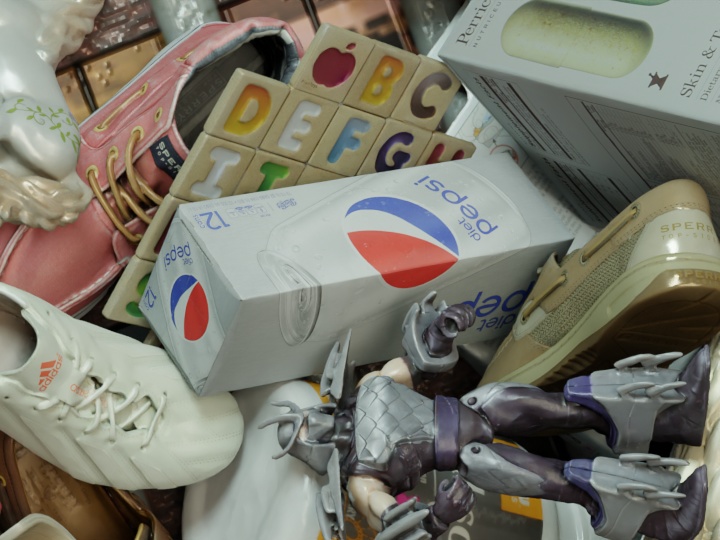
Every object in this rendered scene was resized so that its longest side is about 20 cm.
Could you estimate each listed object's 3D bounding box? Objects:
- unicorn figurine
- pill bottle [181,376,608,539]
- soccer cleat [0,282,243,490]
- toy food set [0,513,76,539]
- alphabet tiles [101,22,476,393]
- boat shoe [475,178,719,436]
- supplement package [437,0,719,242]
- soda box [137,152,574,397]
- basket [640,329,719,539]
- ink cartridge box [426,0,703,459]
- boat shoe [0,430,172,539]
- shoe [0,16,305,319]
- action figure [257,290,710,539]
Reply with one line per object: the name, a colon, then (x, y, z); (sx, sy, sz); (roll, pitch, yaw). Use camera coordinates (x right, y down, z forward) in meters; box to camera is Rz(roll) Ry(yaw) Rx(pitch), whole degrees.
unicorn figurine: (-0.170, -0.099, 1.326); (0.136, 0.074, 0.201); (0, 68, -28)
pill bottle: (0.023, 0.126, 1.369); (0.199, 0.116, 0.117); (16, 83, -31)
soccer cleat: (-0.137, 0.049, 1.272); (0.199, 0.077, 0.070); (21, 71, -21)
toy food set: (-0.146, 0.225, 1.309); (0.143, 0.060, 0.200); (-36, 102, 11)
alphabet tiles: (-0.031, -0.020, 1.352); (0.166, 0.006, 0.201); (15, 111, -46)
boat shoe: (0.113, 0.023, 1.343); (0.071, 0.200, 0.065); (9, 62, -27)
supplement package: (0.176, -0.102, 1.334); (0.151, 0.199, 0.152); (44, 73, -40)
soda box: (0.000, 0.000, 1.333); (0.199, 0.068, 0.064); (-10, 50, -36)
basket: (0.232, 0.128, 1.344); (0.197, 0.161, 0.201); (19, 82, 11)
ink cartridge box: (0.095, -0.021, 1.457); (0.199, 0.057, 0.163); (34, 77, 4)
boat shoe: (-0.120, 0.145, 1.348); (0.072, 0.067, 0.201); (-40, 103, -20)
shoe: (-0.107, -0.045, 1.345); (0.072, 0.091, 0.200); (46, 74, -13)
action figure: (0.054, 0.072, 1.258); (0.198, 0.070, 0.131); (3, 60, 0)
